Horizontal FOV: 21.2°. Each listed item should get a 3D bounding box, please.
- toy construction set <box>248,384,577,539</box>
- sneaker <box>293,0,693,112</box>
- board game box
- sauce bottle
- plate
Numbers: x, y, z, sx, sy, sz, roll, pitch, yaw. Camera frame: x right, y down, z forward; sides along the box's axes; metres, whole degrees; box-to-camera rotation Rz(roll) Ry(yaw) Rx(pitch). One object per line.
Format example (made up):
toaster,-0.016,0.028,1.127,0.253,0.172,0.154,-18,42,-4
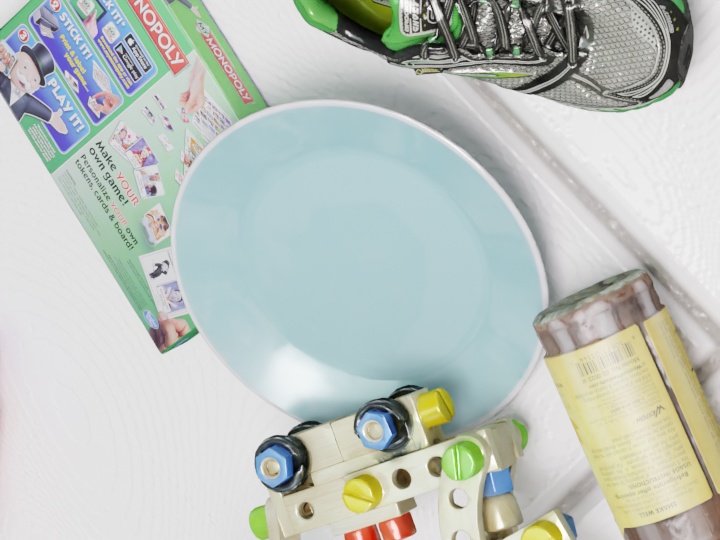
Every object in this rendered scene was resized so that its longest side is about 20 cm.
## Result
toy construction set,0.012,0.131,0.961,0.200,0.092,0.131,-21,88,12
sneaker,0.057,-0.112,0.883,0.200,0.085,0.078,13,112,28
board game box,-0.112,-0.072,1.040,0.135,0.029,0.200,-34,86,35
sauce bottle,0.146,0.101,0.908,0.065,0.065,0.200,-21,92,36
plate,0.000,0.000,0.970,0.200,0.026,0.200,10,123,15
